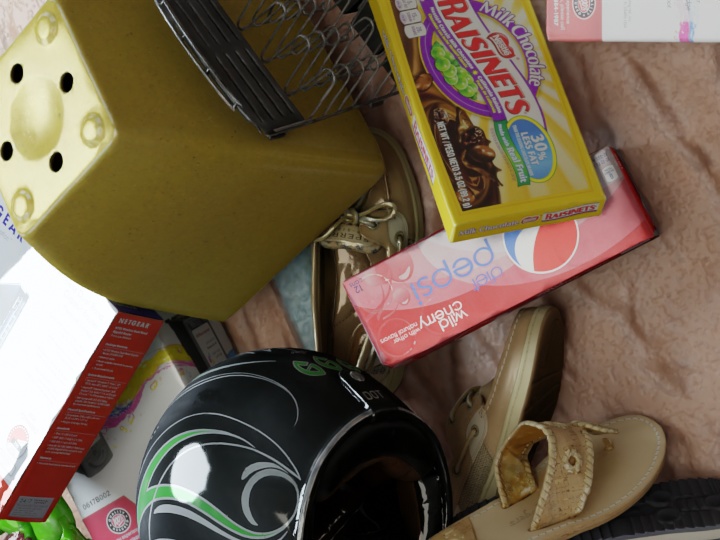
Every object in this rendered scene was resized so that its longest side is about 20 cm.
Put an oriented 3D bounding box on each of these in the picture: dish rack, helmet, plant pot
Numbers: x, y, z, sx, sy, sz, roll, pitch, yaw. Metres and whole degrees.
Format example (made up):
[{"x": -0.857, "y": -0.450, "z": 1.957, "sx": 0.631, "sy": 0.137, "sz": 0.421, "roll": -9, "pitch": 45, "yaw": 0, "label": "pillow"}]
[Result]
[{"x": -0.040, "y": -0.167, "z": 1.215, "sx": 0.154, "sy": 0.200, "sz": 0.055, "roll": 53, "pitch": 128, "yaw": 11, "label": "dish rack"}, {"x": -0.055, "y": 0.150, "z": 1.214, "sx": 0.190, "sy": 0.200, "sz": 0.200, "roll": 9, "pitch": 103, "yaw": 44, "label": "helmet"}, {"x": -0.144, "y": -0.094, "z": 1.241, "sx": 0.194, "sy": 0.200, "sz": 0.196, "roll": -42, "pitch": 64, "yaw": 32, "label": "plant pot"}]

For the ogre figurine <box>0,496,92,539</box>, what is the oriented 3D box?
[{"x": -0.256, "y": 0.229, "z": 1.431, "sx": 0.120, "sy": 0.098, "sz": 0.200, "roll": 47, "pitch": 121, "yaw": 14, "label": "ogre figurine"}]

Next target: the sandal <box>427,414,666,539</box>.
[{"x": 0.113, "y": 0.131, "z": 1.174, "sx": 0.078, "sy": 0.212, "sz": 0.070, "roll": 28, "pitch": 143, "yaw": 48, "label": "sandal"}]

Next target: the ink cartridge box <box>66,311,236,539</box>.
[{"x": -0.163, "y": 0.102, "z": 1.381, "sx": 0.147, "sy": 0.086, "sz": 0.200, "roll": -32, "pitch": 85, "yaw": 28, "label": "ink cartridge box"}]

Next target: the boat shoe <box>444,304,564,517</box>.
[{"x": 0.087, "y": 0.112, "z": 1.262, "sx": 0.064, "sy": 0.071, "sz": 0.200, "roll": 21, "pitch": 108, "yaw": 22, "label": "boat shoe"}]

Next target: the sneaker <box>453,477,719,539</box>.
[{"x": 0.157, "y": 0.191, "z": 1.213, "sx": 0.200, "sy": 0.070, "sz": 0.082, "roll": -4, "pitch": 120, "yaw": 8, "label": "sneaker"}]

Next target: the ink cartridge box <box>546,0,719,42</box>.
[{"x": 0.220, "y": -0.201, "z": 1.146, "sx": 0.200, "sy": 0.067, "sz": 0.117, "roll": 5, "pitch": 101, "yaw": 28, "label": "ink cartridge box"}]

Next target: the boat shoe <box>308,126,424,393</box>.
[{"x": 0.000, "y": 0.000, "z": 1.293, "sx": 0.073, "sy": 0.063, "sz": 0.200, "roll": 2, "pitch": 99, "yaw": 27, "label": "boat shoe"}]

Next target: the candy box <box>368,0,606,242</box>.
[{"x": 0.078, "y": -0.114, "z": 1.180, "sx": 0.026, "sy": 0.102, "sz": 0.200, "roll": 104, "pitch": 153, "yaw": -58, "label": "candy box"}]

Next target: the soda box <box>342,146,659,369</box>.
[{"x": 0.093, "y": -0.008, "z": 1.217, "sx": 0.200, "sy": 0.063, "sz": 0.070, "roll": -28, "pitch": 86, "yaw": 12, "label": "soda box"}]

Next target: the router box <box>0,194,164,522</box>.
[{"x": -0.255, "y": 0.052, "z": 1.339, "sx": 0.200, "sy": 0.049, "sz": 0.180, "roll": 41, "pitch": 106, "yaw": 36, "label": "router box"}]
